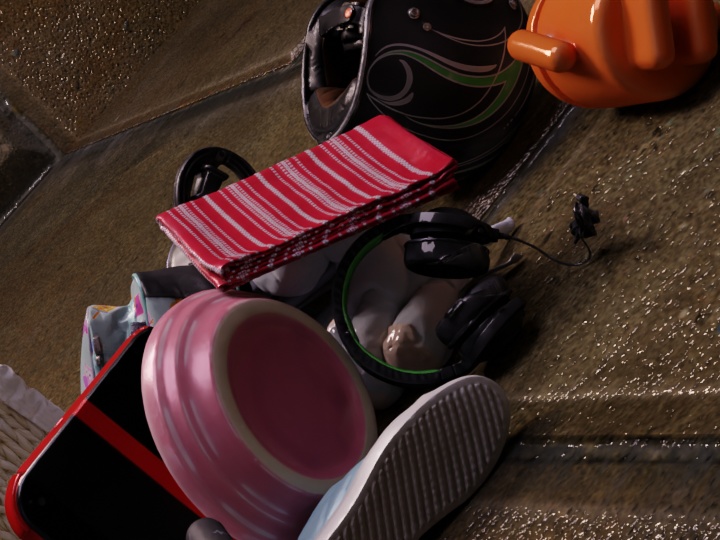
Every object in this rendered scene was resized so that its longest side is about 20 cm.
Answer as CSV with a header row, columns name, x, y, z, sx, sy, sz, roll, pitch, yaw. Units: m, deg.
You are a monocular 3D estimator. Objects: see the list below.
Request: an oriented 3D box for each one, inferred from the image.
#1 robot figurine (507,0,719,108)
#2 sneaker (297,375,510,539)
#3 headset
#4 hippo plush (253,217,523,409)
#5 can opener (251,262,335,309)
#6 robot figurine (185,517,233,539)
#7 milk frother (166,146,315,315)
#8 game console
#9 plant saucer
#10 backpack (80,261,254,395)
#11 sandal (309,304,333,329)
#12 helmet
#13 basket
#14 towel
name,x,y,z,sx,sy,sz,roll,pitch,yaw
robot figurine,0.202,-0.187,1.631,0.144,0.117,0.200,-50,17,-14
sneaker,0.015,0.144,1.369,0.200,0.074,0.082,-47,19,-8
headset,0.076,0.005,1.472,0.199,0.124,0.094,-22,-11,-4
hippo plush,0.000,0.000,1.594,0.200,0.161,0.159,-41,16,14
can opener,-0.076,0.025,1.741,0.200,0.064,0.078,-45,22,-27
robot figurine,-0.103,0.252,1.301,0.150,0.125,0.200,-43,17,-2
milk frother,-0.118,-0.028,1.890,0.188,0.200,0.181,-31,25,41
game console,-0.130,0.163,1.460,0.177,0.200,0.031,-51,2,-25
plant saucer,-0.059,0.097,1.432,0.051,0.200,0.201,-36,18,35
backpack,-0.135,0.108,1.575,0.153,0.201,0.176,-12,-11,-8
sandal,-0.040,0.071,1.746,0.200,0.048,0.075,-27,19,15
helmet,0.060,-0.174,1.821,0.200,0.190,0.201,-172,90,-66
basket,-0.320,0.188,1.856,0.161,0.200,0.198,-52,17,-11
towel,-0.040,-0.055,1.521,0.199,0.023,0.145,-24,28,-14
